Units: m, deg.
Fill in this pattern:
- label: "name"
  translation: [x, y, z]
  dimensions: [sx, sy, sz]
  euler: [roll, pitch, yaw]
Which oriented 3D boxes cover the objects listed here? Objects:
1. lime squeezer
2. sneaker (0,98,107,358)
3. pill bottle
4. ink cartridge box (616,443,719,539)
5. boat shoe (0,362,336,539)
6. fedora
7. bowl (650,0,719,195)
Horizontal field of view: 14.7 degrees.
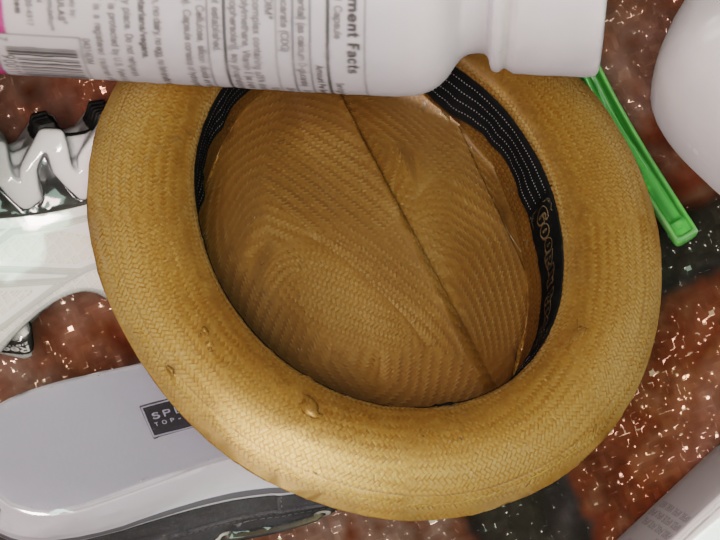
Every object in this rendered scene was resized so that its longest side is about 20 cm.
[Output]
- label: "lime squeezer"
  translation: [0.064, -0.104, 0.944]
  dimensions: [0.038, 0.070, 0.201]
  euler: [-33, 111, -26]
- label: "sneaker"
  translation: [-0.151, -0.004, 0.938]
  dimensions: [0.199, 0.075, 0.082]
  euler: [-9, 102, -2]
- label: "pill bottle"
  translation: [-0.023, -0.112, 0.852]
  dimensions: [0.198, 0.113, 0.114]
  euler: [4, 92, 3]
- label: "ink cartridge box"
  translation: [0.189, 0.100, 0.948]
  dimensions: [0.200, 0.085, 0.146]
  euler: [-42, 93, -3]
- label: "boat shoe"
  translation: [-0.038, 0.059, 0.950]
  dimensions: [0.199, 0.057, 0.069]
  euler: [-10, 55, -16]
- label: "fedora"
  translation: [0.000, 0.000, 0.912]
  dimensions: [0.199, 0.082, 0.202]
  euler: [6, 60, -10]
- label: "bowl"
  translation: [0.211, -0.082, 0.898]
  dimensions: [0.200, 0.075, 0.200]
  euler: [37, 79, 22]
